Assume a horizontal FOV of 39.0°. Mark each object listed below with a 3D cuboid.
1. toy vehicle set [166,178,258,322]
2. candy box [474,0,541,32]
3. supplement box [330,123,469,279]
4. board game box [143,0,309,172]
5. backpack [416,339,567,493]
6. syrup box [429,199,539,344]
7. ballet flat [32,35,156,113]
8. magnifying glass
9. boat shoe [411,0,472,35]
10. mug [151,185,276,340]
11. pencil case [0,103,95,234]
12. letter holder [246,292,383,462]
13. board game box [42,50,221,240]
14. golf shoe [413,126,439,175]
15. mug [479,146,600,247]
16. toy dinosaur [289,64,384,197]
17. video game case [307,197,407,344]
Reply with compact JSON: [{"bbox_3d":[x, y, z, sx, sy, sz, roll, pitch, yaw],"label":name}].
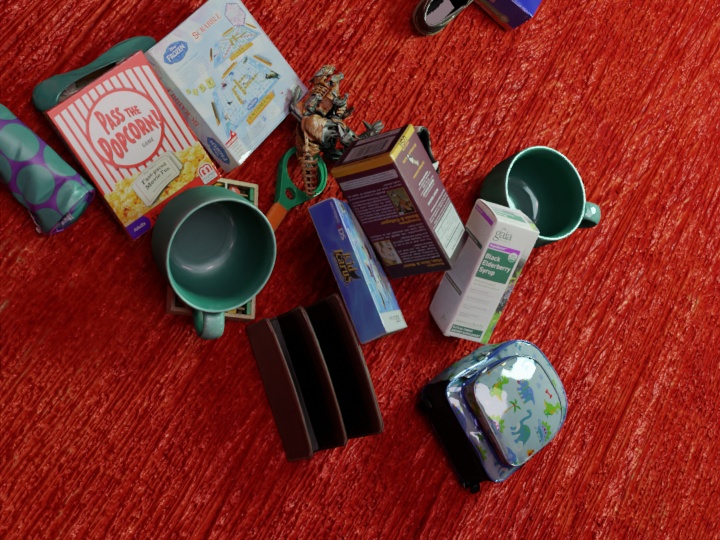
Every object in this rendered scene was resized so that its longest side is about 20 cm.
[{"bbox_3d":[-0.209,-0.033,1.440,0.123,0.026,0.203,7,74,-26],"label":"toy vehicle set"},{"bbox_3d":[0.259,-0.551,1.788,0.169,0.077,0.201,38,62,-15],"label":"candy box"},{"bbox_3d":[0.060,-0.095,1.466,0.201,0.109,0.086,59,41,-25],"label":"supplement box"},{"bbox_3d":[-0.193,-0.279,1.467,0.200,0.041,0.200,52,49,-17],"label":"board game box"},{"bbox_3d":[0.219,0.204,1.535,0.199,0.147,0.184,-32,95,-33],"label":"backpack"},{"bbox_3d":[0.186,0.002,1.544,0.078,0.082,0.202,13,114,-24],"label":"syrup box"},{"bbox_3d":[-0.350,-0.256,1.395,0.199,0.068,0.070,-33,56,-26],"label":"ballet flat"},{"bbox_3d":[-0.110,-0.106,1.497,0.080,0.022,0.201,43,51,-19],"label":"magnifying glass"},{"bbox_3d":[0.168,-0.467,1.674,0.074,0.073,0.201,38,96,-15],"label":"boat shoe"},{"bbox_3d":[-0.209,-0.022,1.348,0.152,0.114,0.186,36,90,-31],"label":"mug"},{"bbox_3d":[-0.442,-0.136,1.311,0.200,0.085,0.093,44,82,-10],"label":"pencil case"},{"bbox_3d":[-0.062,0.148,1.404,0.100,0.142,0.202,-16,85,-30],"label":"letter holder"},{"bbox_3d":[-0.304,-0.167,1.361,0.151,0.046,0.201,-38,110,-16],"label":"board game box"},{"bbox_3d":[0.079,-0.128,1.577,0.077,0.094,0.203,1,79,-28],"label":"golf shoe"},{"bbox_3d":[0.281,-0.101,1.651,0.185,0.114,0.152,48,66,-9],"label":"mug"},{"bbox_3d":[-0.053,-0.205,1.523,0.135,0.102,0.202,22,88,-23],"label":"toy dinosaur"},{"bbox_3d":[0.000,0.000,1.458,0.045,0.181,0.202,-22,86,9],"label":"video game case"}]
